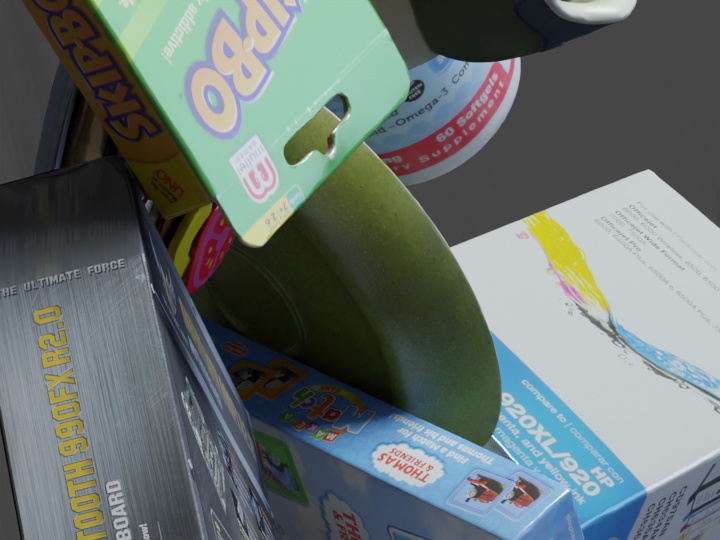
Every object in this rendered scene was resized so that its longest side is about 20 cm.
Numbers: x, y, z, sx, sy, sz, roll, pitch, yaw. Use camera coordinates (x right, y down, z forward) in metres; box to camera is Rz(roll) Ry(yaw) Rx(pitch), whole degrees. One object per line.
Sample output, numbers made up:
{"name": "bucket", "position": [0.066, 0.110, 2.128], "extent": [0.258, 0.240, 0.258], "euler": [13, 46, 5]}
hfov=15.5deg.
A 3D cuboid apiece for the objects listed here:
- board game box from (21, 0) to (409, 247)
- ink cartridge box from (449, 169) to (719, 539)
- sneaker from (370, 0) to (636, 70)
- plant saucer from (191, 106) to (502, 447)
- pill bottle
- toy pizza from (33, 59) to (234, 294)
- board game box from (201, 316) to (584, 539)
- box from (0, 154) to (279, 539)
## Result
{"name": "board game box", "position": [-0.064, -0.107, 0.702], "extent": [0.200, 0.030, 0.096], "euler": [56, 45, -13]}
{"name": "ink cartridge box", "position": [0.086, 0.075, 1.132], "extent": [0.145, 0.200, 0.147], "euler": [45, -45, 25]}
{"name": "sneaker", "position": [0.031, -0.145, 0.781], "extent": [0.067, 0.090, 0.200], "euler": [-72, 154, -45]}
{"name": "plant saucer", "position": [-0.032, 0.003, 0.997], "extent": [0.200, 0.031, 0.200], "euler": [36, -28, 23]}
{"name": "pill bottle", "position": [-0.013, -0.130, 1.164], "extent": [0.200, 0.109, 0.109], "euler": [48, 23, -51]}
{"name": "toy pizza", "position": [-0.044, -0.065, 0.823], "extent": [0.200, 0.032, 0.200], "euler": [21, 90, -77]}
{"name": "board game box", "position": [0.011, 0.111, 0.997], "extent": [0.200, 0.037, 0.151], "euler": [22, -39, 42]}
{"name": "box", "position": [-0.055, 0.081, 0.752], "extent": [0.200, 0.048, 0.159], "euler": [72, 3, -66]}
